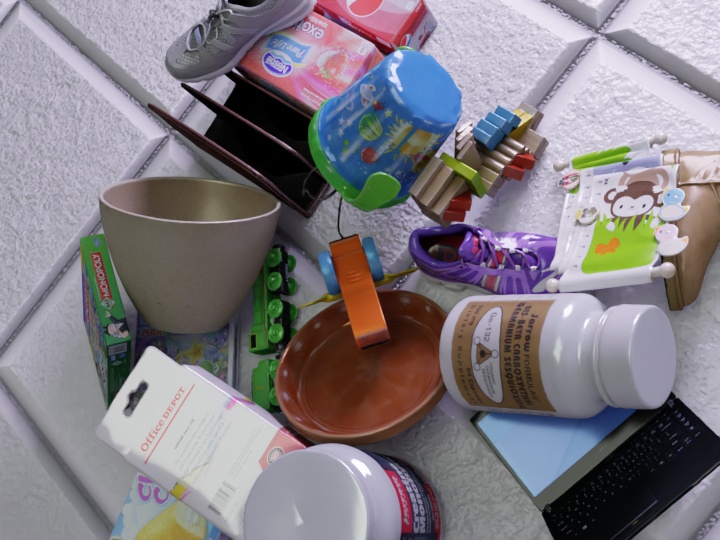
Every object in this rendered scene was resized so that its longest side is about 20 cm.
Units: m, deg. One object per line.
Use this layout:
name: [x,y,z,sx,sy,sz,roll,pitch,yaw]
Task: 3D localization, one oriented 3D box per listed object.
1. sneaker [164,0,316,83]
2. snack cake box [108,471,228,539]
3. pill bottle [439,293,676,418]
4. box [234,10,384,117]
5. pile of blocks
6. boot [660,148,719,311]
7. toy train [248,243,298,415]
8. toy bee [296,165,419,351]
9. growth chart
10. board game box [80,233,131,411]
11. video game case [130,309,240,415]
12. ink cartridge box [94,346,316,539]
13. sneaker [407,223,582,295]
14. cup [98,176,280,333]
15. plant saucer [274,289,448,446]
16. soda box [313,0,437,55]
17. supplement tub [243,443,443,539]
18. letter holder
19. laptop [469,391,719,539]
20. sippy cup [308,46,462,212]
sneaker: [-0.151,-0.293,1.046,0.199,0.082,0.075,-32,65,14]
snack cake box: [-0.191,0.248,1.006,0.114,0.067,0.202,22,87,9]
pill bottle: [0.182,0.079,0.852,0.199,0.114,0.116,-3,73,44]
box: [-0.064,-0.247,1.095,0.199,0.095,0.103,36,92,27]
pile of blocks: [0.138,-0.116,0.947,0.062,0.082,0.200,34,61,28]
boot: [0.387,-0.050,0.858,0.198,0.066,0.177,-1,73,22]
toy train: [-0.102,0.068,1.055,0.056,0.042,0.202,-14,69,31]
toy bee: [0.000,0.000,0.989,0.129,0.109,0.202,1,67,10]
growth chart: [0.246,-0.057,0.882,0.144,0.018,0.201,-18,41,34]
board game box: [-0.297,0.067,1.064,0.029,0.200,0.135,-13,64,-22]
video game case: [-0.212,0.118,1.099,0.142,0.018,0.202,-7,73,22]
ink cartridge box: [-0.159,0.176,0.942,0.199,0.068,0.117,33,87,8]
sneaker: [0.140,-0.009,0.945,0.198,0.083,0.081,4,77,24]
cup: [-0.193,-0.013,1.029,0.199,0.200,0.145,14,109,26]
plant saucer: [0.007,0.102,0.958,0.198,0.032,0.201,-14,41,12]
soda box: [-0.006,-0.329,1.111,0.199,0.063,0.070,35,91,27]
supplement tub: [-0.011,0.242,0.873,0.139,0.200,0.142,-6,73,21]
letter holder: [-0.134,-0.169,1.076,0.199,0.142,0.101,33,90,28]
laptop: [0.213,0.155,0.854,0.177,0.200,0.103,-43,100,8]
sippy cup: [0.033,-0.154,0.947,0.130,0.139,0.179,-40,65,48]
